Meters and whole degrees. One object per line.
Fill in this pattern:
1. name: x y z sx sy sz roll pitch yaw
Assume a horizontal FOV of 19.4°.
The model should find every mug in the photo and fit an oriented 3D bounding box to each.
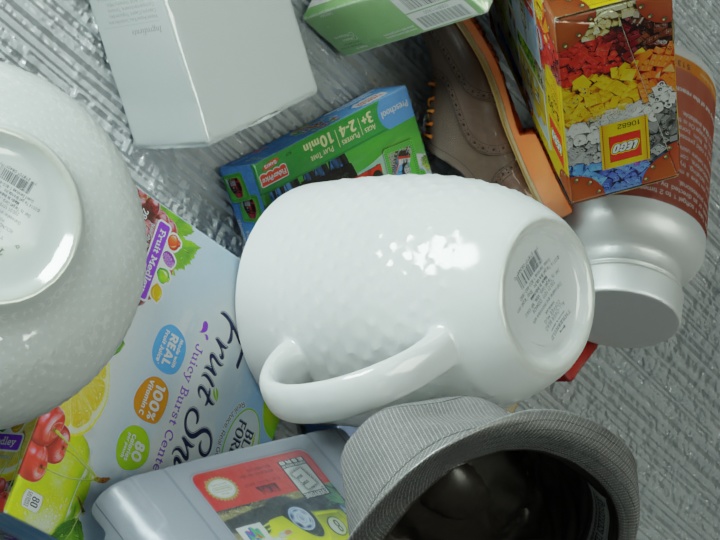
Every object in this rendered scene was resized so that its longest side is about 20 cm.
1. mug: 0.025 0.029 1.199 0.200 0.175 0.148 -38 115 -42

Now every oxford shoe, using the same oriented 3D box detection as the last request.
1. oxford shoe: 0.067 -0.113 1.411 0.201 0.073 0.071 63 8 2

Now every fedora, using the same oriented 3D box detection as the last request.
1. fedora: 0.053 0.127 1.122 0.200 0.090 0.177 22 110 -39

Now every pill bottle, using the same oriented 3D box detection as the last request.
1. pill bottle: 0.188 -0.053 1.474 0.112 0.112 0.201 35 52 -38

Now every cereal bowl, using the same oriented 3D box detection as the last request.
1. cereal bowl: -0.200 -0.019 1.084 0.199 0.083 0.201 5 76 -22

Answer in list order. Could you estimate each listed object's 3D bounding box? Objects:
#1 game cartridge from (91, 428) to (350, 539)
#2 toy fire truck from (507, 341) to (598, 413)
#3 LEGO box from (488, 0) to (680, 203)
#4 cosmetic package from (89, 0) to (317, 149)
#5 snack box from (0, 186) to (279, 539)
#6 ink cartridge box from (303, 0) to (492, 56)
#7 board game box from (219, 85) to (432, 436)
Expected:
1. game cartridge: -0.038 0.156 1.170 0.200 0.041 0.133 -10 54 -49
2. toy fire truck: 0.112 0.142 1.459 0.200 0.049 0.141 -46 119 -35
3. LEGO box: 0.138 -0.168 1.368 0.077 0.200 0.149 -14 132 -4
4. cosmetic package: -0.107 -0.180 1.240 0.102 0.074 0.201 -28 110 -42
5. snack box: -0.128 0.076 1.209 0.169 0.068 0.201 37 64 -40
6. ink cartridge box: 0.054 -0.241 1.349 0.048 0.145 0.201 38 62 -28
7. board game box: 0.000 0.000 1.362 0.151 0.037 0.201 -31 111 -42
